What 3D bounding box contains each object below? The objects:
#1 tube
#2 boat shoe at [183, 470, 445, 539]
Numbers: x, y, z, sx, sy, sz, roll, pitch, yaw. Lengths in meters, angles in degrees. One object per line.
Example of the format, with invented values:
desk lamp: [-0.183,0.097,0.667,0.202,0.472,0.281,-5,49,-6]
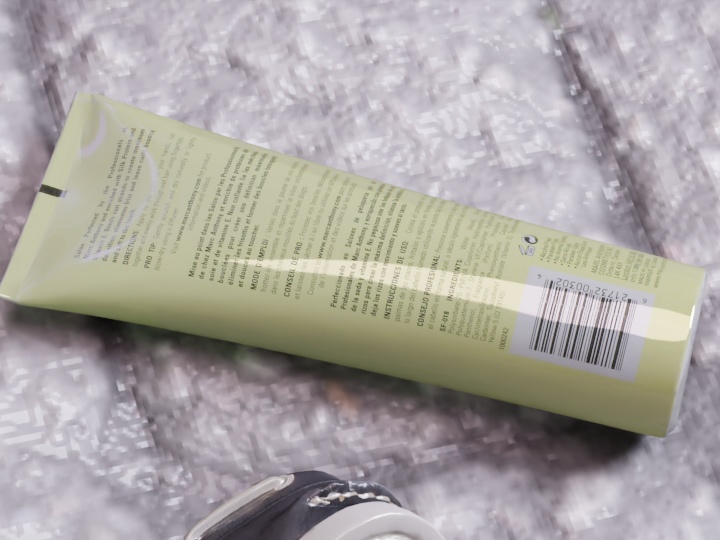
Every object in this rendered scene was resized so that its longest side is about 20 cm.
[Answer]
tube: [0.000,0.000,0.870,0.199,0.052,0.058,14,16,5]
boat shoe: [-0.062,0.128,0.771,0.200,0.074,0.060,-46,31,-12]
